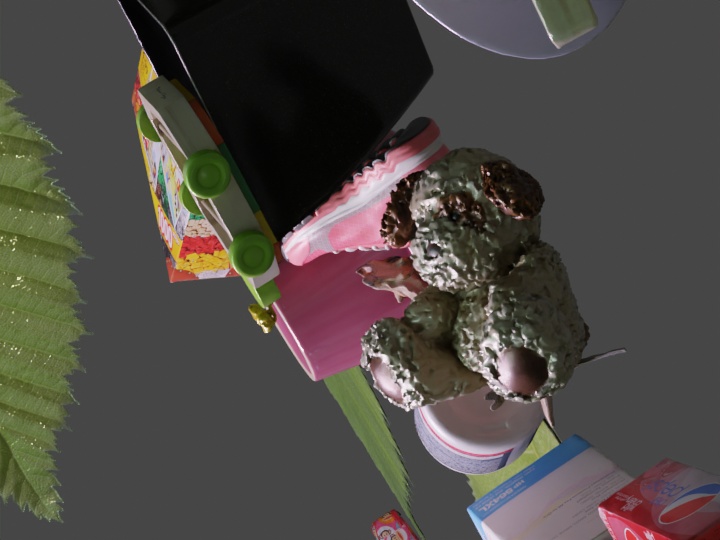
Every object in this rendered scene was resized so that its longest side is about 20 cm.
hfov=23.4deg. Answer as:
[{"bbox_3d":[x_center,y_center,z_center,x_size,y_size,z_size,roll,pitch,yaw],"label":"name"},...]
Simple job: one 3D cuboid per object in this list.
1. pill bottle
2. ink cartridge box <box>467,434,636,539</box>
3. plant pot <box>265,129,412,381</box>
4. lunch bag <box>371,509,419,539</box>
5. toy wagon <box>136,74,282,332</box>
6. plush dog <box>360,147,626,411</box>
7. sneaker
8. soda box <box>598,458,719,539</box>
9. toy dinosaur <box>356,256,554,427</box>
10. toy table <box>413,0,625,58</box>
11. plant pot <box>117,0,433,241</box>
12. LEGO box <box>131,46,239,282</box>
[{"bbox_3d":[0.107,0.122,1.587,0.120,0.119,0.200,57,172,13],"label":"pill bottle"},{"bbox_3d":[0.198,0.250,1.475,0.129,0.124,0.200,61,173,-17],"label":"ink cartridge box"},{"bbox_3d":[0.000,0.000,1.590,0.201,0.178,0.200,57,173,11],"label":"plant pot"},{"bbox_3d":[0.099,0.612,3.691,0.201,0.081,0.176,57,173,13],"label":"lunch bag"},{"bbox_3d":[-0.101,-0.046,1.267,0.201,0.039,0.155,62,172,-27],"label":"toy wagon"},{"bbox_3d":[0.094,-0.004,1.252,0.199,0.159,0.174,-9,100,52],"label":"plush dog"},{"bbox_3d":[0.011,-0.042,1.447,0.087,0.074,0.200,49,130,-8],"label":"sneaker"},{"bbox_3d":[0.232,0.183,1.201,0.064,0.070,0.200,58,172,-5],"label":"soda box"},{"bbox_3d":[0.103,0.040,1.453,0.199,0.086,0.136,37,-168,-19],"label":"toy dinosaur"},{"bbox_3d":[0.047,-0.178,0.694,0.201,0.183,0.117,51,-170,-6],"label":"toy table"},{"bbox_3d":[-0.063,-0.180,1.308,0.200,0.176,0.201,47,166,52],"label":"plant pot"},{"bbox_3d":[-0.139,-0.115,1.523,0.149,0.076,0.202,113,146,-55],"label":"LEGO box"}]
